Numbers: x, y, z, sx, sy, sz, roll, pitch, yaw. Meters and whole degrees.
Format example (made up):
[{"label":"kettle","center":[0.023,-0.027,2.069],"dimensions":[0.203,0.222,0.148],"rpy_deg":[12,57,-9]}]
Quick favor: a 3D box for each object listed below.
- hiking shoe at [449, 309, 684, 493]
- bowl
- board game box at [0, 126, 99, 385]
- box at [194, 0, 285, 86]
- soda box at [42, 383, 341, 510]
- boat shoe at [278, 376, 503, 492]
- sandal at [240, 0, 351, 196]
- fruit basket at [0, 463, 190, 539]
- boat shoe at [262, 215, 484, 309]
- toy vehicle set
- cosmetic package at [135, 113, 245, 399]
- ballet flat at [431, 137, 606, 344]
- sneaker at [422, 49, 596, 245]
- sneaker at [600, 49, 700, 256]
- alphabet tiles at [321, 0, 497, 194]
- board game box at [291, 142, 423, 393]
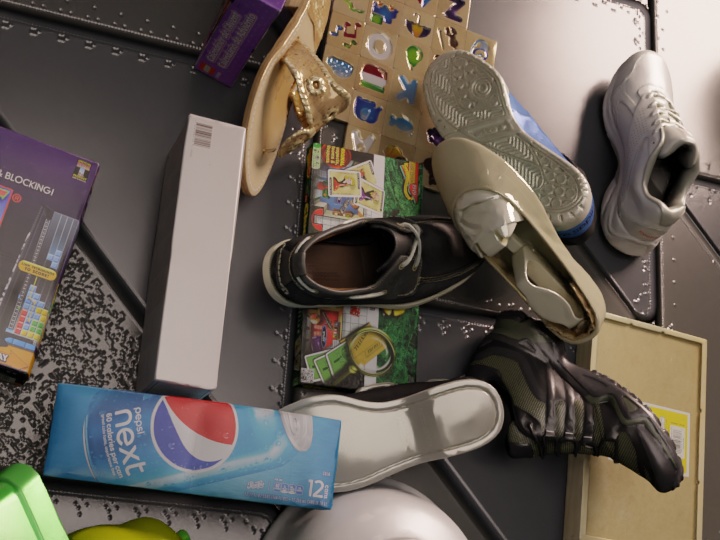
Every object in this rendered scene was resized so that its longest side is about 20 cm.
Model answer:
[{"label":"hiking shoe","center":[0.168,0.127,0.905],"dimensions":[0.199,0.076,0.101],"rpy_deg":[39,81,22]},{"label":"bowl","center":[0.019,0.249,0.810],"dimensions":[0.198,0.090,0.205],"rpy_deg":[6,72,-20]},{"label":"board game box","center":[-0.305,-0.030,0.778],"dimensions":[0.197,0.057,0.168],"rpy_deg":[20,69,-16]},{"label":"box","center":[-0.068,-0.266,0.899],"dimensions":[0.039,0.137,0.203],"rpy_deg":[25,66,-14]},{"label":"soda box","center":[-0.116,0.125,0.777],"dimensions":[0.196,0.068,0.065],"rpy_deg":[8,79,-7]},{"label":"boat shoe","center":[0.011,0.123,0.859],"dimensions":[0.197,0.060,0.075],"rpy_deg":[-14,88,-7]},{"label":"sandal","center":[-0.039,-0.156,0.903],"dimensions":[0.068,0.078,0.215],"rpy_deg":[8,64,14]},{"label":"fruit basket","center":[-0.206,0.231,0.717],"dimensions":[0.216,0.154,0.217],"rpy_deg":[49,24,-30]},{"label":"boat shoe","center":[0.024,-0.009,0.874],"dimensions":[0.197,0.067,0.073],"rpy_deg":[-7,78,-29]},{"label":"toy vehicle set","center":[0.244,0.146,0.967],"dimensions":[0.122,0.026,0.203],"rpy_deg":[15,69,-18]},{"label":"cosmetic package","center":[-0.127,-0.006,0.830],"dimensions":[0.050,0.082,0.204],"rpy_deg":[11,71,-21]},{"label":"ballet flat","center":[0.125,-0.018,0.874],"dimensions":[0.200,0.069,0.070],"rpy_deg":[46,63,-10]},{"label":"sneaker","center":[0.133,-0.101,0.971],"dimensions":[0.077,0.111,0.200],"rpy_deg":[-43,66,3]},{"label":"sneaker","center":[0.278,-0.119,1.019],"dimensions":[0.077,0.099,0.204],"rpy_deg":[10,71,-19]},{"label":"alphabet tiles","center":[0.043,-0.175,0.992],"dimensions":[0.164,0.006,0.203],"rpy_deg":[17,69,-18]},{"label":"board game box","center":[0.000,0.000,0.910],"dimensions":[0.103,0.023,0.204],"rpy_deg":[8,73,-22]}]
